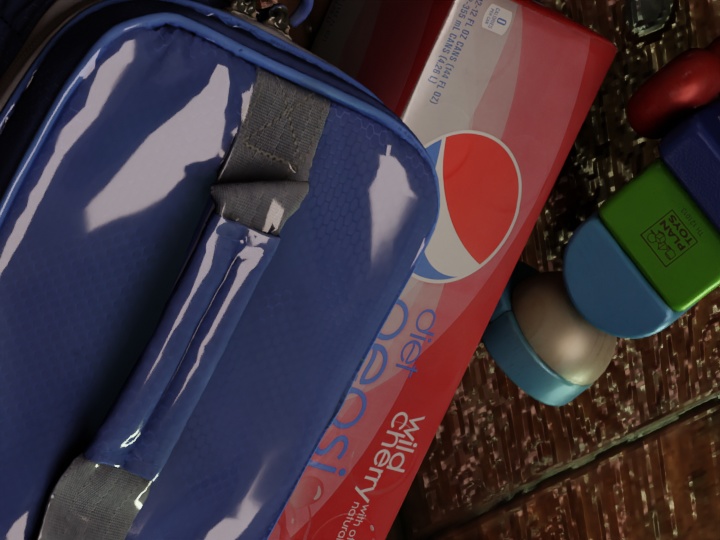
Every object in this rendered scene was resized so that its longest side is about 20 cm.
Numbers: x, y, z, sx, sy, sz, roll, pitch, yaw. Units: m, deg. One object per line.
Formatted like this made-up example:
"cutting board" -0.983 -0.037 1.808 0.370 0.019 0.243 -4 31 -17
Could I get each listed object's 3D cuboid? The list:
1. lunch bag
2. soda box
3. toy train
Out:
"lunch bag" -0.071 0.003 0.702 0.136 0.132 0.201 22 99 -37
"soda box" 0.000 0.000 0.787 0.070 0.063 0.201 18 100 -36
"toy train" 0.118 -0.022 0.843 0.116 0.085 0.200 -39 176 27
